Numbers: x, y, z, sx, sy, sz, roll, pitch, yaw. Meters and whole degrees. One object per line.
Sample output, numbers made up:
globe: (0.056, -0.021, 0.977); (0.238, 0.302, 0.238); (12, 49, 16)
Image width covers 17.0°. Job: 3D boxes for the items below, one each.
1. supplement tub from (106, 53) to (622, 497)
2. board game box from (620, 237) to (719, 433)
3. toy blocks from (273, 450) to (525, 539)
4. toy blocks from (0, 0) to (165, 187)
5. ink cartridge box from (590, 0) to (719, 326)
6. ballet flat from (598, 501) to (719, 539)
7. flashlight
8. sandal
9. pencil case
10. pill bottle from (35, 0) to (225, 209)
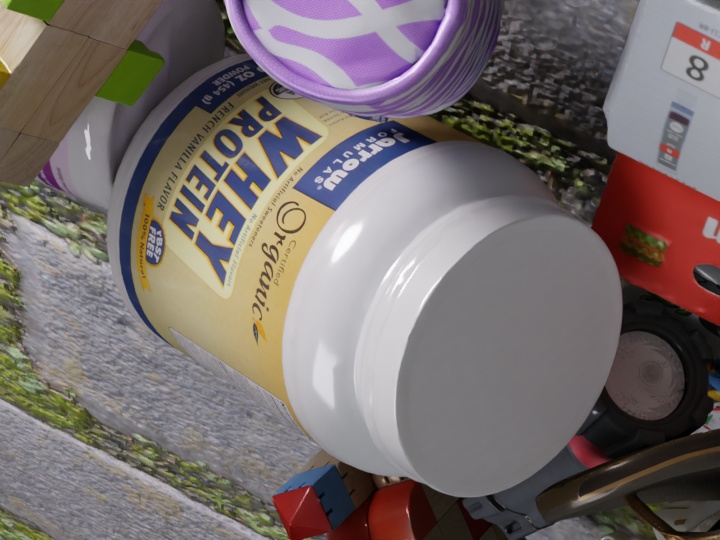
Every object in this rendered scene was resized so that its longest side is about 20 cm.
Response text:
supplement tub: (0.000, 0.000, 1.020); (0.200, 0.144, 0.145); (29, 159, 45)
board game box: (0.157, 0.046, 1.102); (0.126, 0.035, 0.200); (35, 154, -5)
toy blocks: (0.030, 0.153, 1.231); (0.100, 0.137, 0.201); (-18, 102, 32)
toy blocks: (-0.147, -0.138, 0.994); (0.137, 0.200, 0.100); (49, -160, 29)
ink cartridge box: (0.166, -0.022, 0.920); (0.162, 0.050, 0.200); (27, 139, 11)
ballet flat: (0.145, 0.146, 1.158); (0.200, 0.067, 0.062); (-40, 67, 34)
flashlight: (0.095, 0.069, 1.107); (0.068, 0.068, 0.200); (32, 159, -7)
sandal: (0.174, 0.100, 1.022); (0.199, 0.055, 0.082); (2, 160, -22)
pencil case: (0.004, -0.098, 0.863); (0.085, 0.084, 0.200); (26, -176, 4)
pill bottle: (-0.172, -0.111, 1.100); (0.199, 0.112, 0.112); (22, 152, 19)
